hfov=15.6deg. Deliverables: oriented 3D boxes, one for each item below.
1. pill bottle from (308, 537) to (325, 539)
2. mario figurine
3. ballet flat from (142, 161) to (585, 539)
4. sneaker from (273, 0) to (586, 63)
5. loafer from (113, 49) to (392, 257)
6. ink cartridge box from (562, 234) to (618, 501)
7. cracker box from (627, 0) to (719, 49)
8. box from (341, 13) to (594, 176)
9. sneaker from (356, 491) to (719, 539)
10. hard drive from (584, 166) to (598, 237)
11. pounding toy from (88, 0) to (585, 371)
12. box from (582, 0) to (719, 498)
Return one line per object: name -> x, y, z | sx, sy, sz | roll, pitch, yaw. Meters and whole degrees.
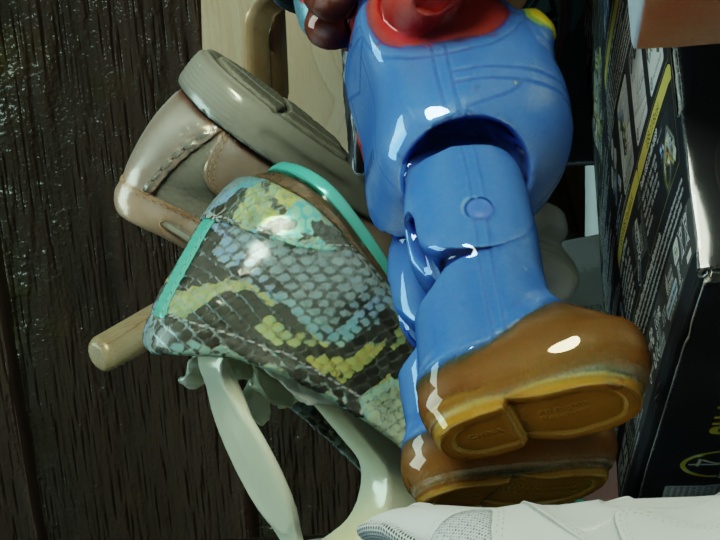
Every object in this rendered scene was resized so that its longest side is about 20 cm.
pill bottle -> 0.023, 0.162, 1.067 | 0.111, 0.200, 0.111 | 177, 90, -90
mario figurine -> 0.037, -0.051, 0.620 | 0.123, 0.106, 0.200 | -32, 61, 42
ballet flat -> 0.015, 0.061, 0.688 | 0.200, 0.074, 0.074 | 48, -164, -21
sneaker -> 0.007, -0.109, 0.710 | 0.200, 0.079, 0.096 | 53, -140, -38
loafer -> 0.000, 0.000, 0.908 | 0.200, 0.063, 0.072 | 36, -172, -31
ink cartridge box -> 0.081, 0.119, 0.820 | 0.176, 0.045, 0.200 | -109, 12, -46
cracker box -> 0.074, -0.158, 0.491 | 0.134, 0.058, 0.200 | 83, -176, -73
box -> 0.046, -0.144, 0.896 | 0.200, 0.117, 0.197 | -97, 5, -79
sneaker -> 0.058, 0.079, 0.586 | 0.200, 0.115, 0.075 | 81, -174, -86
hard drive -> 0.103, 0.055, 0.956 | 0.200, 0.027, 0.132 | -92, -1, -49
pounding toy -> -0.001, -0.043, 1.104 | 0.184, 0.142, 0.200 | 26, -130, -41
box -> 0.086, -0.038, 0.649 | 0.200, 0.049, 0.161 | 86, 179, -68
